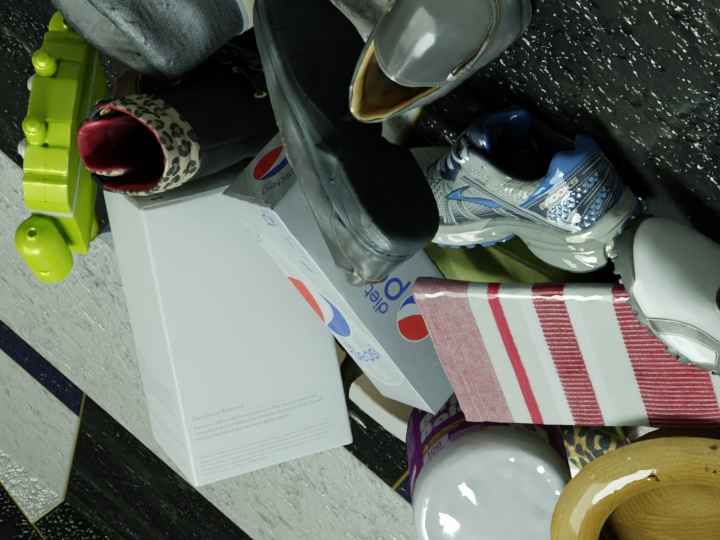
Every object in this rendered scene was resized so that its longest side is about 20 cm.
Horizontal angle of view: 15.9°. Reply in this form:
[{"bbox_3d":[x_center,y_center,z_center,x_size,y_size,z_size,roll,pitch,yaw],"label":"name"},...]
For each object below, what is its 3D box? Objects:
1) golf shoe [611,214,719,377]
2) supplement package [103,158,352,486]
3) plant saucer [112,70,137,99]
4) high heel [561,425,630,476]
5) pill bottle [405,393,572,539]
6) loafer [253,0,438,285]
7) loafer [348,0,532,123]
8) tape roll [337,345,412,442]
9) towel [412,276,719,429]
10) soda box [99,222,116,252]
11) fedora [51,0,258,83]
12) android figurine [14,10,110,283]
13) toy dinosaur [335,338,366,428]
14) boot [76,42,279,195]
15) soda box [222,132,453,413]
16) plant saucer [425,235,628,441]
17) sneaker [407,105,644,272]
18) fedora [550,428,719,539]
[{"bbox_3d":[0.233,0.031,1.459,0.200,0.078,0.094,41,146,-6],"label":"golf shoe"},{"bbox_3d":[-0.092,0.025,1.774,0.121,0.119,0.201,-143,41,-67],"label":"supplement package"},{"bbox_3d":[-0.121,-0.059,1.899,0.200,0.035,0.201,-21,-90,-75],"label":"plant saucer"},{"bbox_3d":[0.125,0.173,1.894,0.071,0.143,0.200,44,163,-9],"label":"high heel"},{"bbox_3d":[0.088,0.129,1.800,0.112,0.112,0.200,46,-168,-16],"label":"pill bottle"},{"bbox_3d":[-0.024,-0.084,1.567,0.072,0.072,0.201,-47,56,47],"label":"loafer"},{"bbox_3d":[0.042,-0.130,1.449,0.073,0.072,0.200,41,162,3],"label":"loafer"},{"bbox_3d":[0.027,0.080,2.066,0.202,0.037,0.203,37,162,14],"label":"tape roll"},{"bbox_3d":[0.143,0.050,1.617,0.199,0.023,0.144,1,144,20],"label":"towel"},{"bbox_3d":[-0.144,-0.038,2.094,0.063,0.068,0.200,44,163,-14],"label":"soda box"},{"bbox_3d":[-0.146,-0.192,1.674,0.200,0.092,0.201,38,163,13],"label":"fedora"},{"bbox_3d":[-0.203,-0.088,1.765,0.041,0.183,0.200,5,165,4],"label":"android figurine"},{"bbox_3d":[-0.006,0.013,1.835,0.102,0.077,0.201,64,-177,-76],"label":"toy dinosaur"},{"bbox_3d":[-0.126,-0.103,1.736,0.199,0.150,0.074,20,119,45],"label":"boot"},{"bbox_3d":[0.000,0.000,1.683,0.063,0.068,0.200,17,151,54],"label":"soda box"},{"bbox_3d":[0.094,0.005,1.715,0.199,0.048,0.200,29,160,35],"label":"plant saucer"},{"bbox_3d":[0.084,-0.064,1.551,0.199,0.077,0.086,10,136,47],"label":"sneaker"},{"bbox_3d":[0.224,0.162,1.705,0.199,0.082,0.202,3,129,4],"label":"fedora"}]
